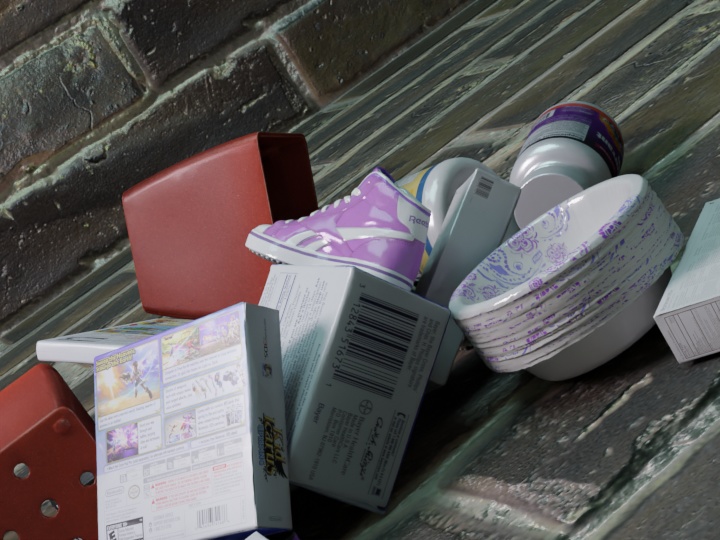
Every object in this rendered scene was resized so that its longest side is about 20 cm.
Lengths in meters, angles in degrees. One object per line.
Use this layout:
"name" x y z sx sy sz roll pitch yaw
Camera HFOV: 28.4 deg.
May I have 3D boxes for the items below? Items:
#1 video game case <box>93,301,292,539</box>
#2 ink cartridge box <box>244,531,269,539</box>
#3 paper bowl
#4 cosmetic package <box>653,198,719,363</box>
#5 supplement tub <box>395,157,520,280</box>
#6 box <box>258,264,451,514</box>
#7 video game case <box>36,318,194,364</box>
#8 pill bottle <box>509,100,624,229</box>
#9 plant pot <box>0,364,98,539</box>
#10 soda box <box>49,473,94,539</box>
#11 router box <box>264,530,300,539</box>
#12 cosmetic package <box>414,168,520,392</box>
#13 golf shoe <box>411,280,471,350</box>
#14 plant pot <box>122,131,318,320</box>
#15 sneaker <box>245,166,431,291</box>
"video game case" -0.143 0.139 1.183 0.200 0.182 0.045 -20 -22 39
"ink cartridge box" -0.107 0.283 0.982 0.200 0.084 0.145 -36 14 -17
"paper bowl" 0.183 0.015 1.207 0.200 0.104 0.201 -35 8 6
"cosmetic package" 0.303 -0.005 1.143 0.082 0.051 0.200 -19 19 35
"supplement tub" 0.062 -0.031 1.582 0.200 0.145 0.145 -20 18 43
"box" -0.031 0.098 1.248 0.200 0.105 0.184 3 72 66
"video game case" -0.187 0.072 1.418 0.200 0.023 0.182 1 6 33
"pill bottle" 0.222 -0.102 1.544 0.111 0.112 0.200 -26 15 26
"plant pot" -0.306 0.220 1.340 0.200 0.200 0.176 -38 8 -20
"soda box" -0.236 0.214 1.545 0.200 0.071 0.063 -36 16 -18
"router box" -0.138 0.267 1.176 0.149 0.051 0.200 -37 14 -23
"cosmetic package" 0.086 0.012 1.330 0.083 0.051 0.200 139 154 -76
"golf shoe" 0.045 0.052 1.432 0.200 0.097 0.078 -30 15 14
"plant pot" -0.151 -0.039 1.582 0.176 0.200 0.200 -9 3 13
"sneaker" -0.015 -0.043 1.328 0.200 0.073 0.115 12 80 38
